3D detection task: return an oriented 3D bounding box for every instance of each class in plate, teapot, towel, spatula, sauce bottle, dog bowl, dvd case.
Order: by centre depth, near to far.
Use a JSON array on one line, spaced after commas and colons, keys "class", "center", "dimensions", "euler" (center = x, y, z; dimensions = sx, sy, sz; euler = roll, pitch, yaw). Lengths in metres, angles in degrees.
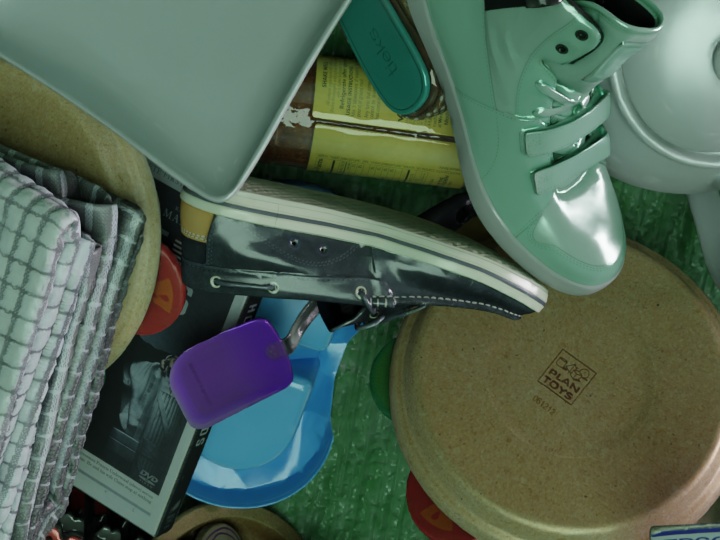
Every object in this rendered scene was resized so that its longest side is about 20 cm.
[{"class": "plate", "center": [-0.083, -0.161, 0.793], "dimensions": [0.199, 0.032, 0.201], "euler": [33, 91, 23]}, {"class": "towel", "center": [-0.206, 0.025, 0.805], "dimensions": [0.165, 0.085, 0.202], "euler": [26, 106, 26]}, {"class": "teapot", "center": [0.179, -0.118, 0.829], "dimensions": [0.199, 0.146, 0.198], "euler": [33, 105, -15]}, {"class": "spatula", "center": [-0.016, 0.015, 0.862], "dimensions": [0.199, 0.021, 0.057], "euler": [-37, 133, -15]}, {"class": "sauce bottle", "center": [-0.022, -0.087, 0.869], "dimensions": [0.198, 0.066, 0.067], "euler": [9, 110, -6]}, {"class": "dvd case", "center": [-0.136, 0.026, 0.889], "dimensions": [0.149, 0.025, 0.202], "euler": [28, 109, 17]}, {"class": "dog bowl", "center": [-0.055, 0.038, 0.921], "dimensions": [0.110, 0.050, 0.202], "euler": [18, 109, -10]}]

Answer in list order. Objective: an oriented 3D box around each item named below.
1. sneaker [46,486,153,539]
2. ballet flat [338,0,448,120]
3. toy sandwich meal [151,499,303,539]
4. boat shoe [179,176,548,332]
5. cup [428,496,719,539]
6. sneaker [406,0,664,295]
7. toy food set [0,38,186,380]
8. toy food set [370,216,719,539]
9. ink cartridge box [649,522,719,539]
[{"class": "sneaker", "center": [-0.212, 0.158, 0.944], "dimensions": [0.198, 0.071, 0.099], "euler": [14, 116, -13]}, {"class": "ballet flat", "center": [0.001, -0.173, 0.836], "dimensions": [0.070, 0.065, 0.202], "euler": [-26, 91, 47]}, {"class": "toy sandwich meal", "center": [-0.057, 0.230, 0.927], "dimensions": [0.070, 0.205, 0.206], "euler": [-12, 117, 41]}, {"class": "boat shoe", "center": [0.000, 0.000, 0.813], "dimensions": [0.198, 0.075, 0.063], "euler": [12, 100, -17]}, {"class": "cup", "center": [0.144, 0.176, 0.936], "dimensions": [0.198, 0.143, 0.203], "euler": [-1, 110, -3]}, {"class": "sneaker", "center": [0.103, -0.076, 0.767], "dimensions": [0.074, 0.118, 0.202], "euler": [-38, 110, -31]}, {"class": "toy food set", "center": [-0.184, -0.025, 0.858], "dimensions": [0.196, 0.049, 0.203], "euler": [2, 101, 25]}, {"class": "toy food set", "center": [0.107, 0.067, 0.861], "dimensions": [0.198, 0.049, 0.199], "euler": [21, 66, 9]}, {"class": "ink cartridge box", "center": [0.241, 0.172, 0.795], "dimensions": [0.197, 0.041, 0.201], "euler": [-3, 132, 8]}]
